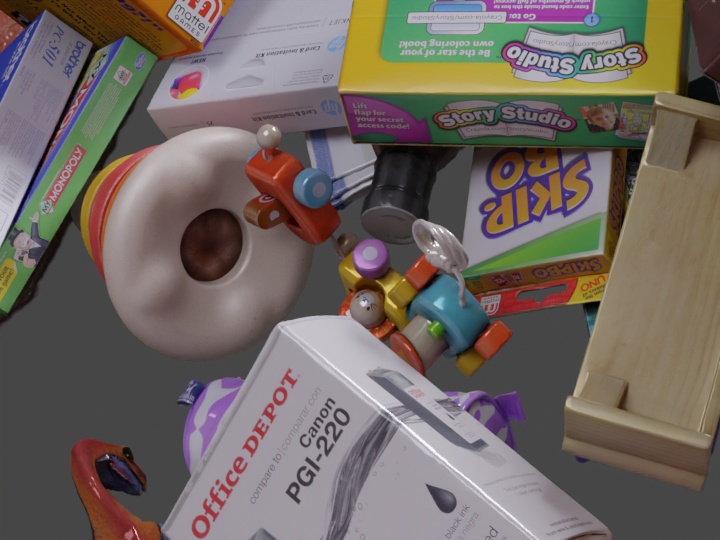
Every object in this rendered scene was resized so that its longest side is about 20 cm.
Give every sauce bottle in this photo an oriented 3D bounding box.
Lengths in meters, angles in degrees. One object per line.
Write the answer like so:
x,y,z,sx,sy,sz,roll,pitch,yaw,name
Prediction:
0.040,-0.110,1.493,0.064,0.065,0.201,-7,52,27,sauce bottle

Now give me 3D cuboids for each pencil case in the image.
-0.008,0.104,1.406,0.199,0.084,0.086,4,39,31,pencil case

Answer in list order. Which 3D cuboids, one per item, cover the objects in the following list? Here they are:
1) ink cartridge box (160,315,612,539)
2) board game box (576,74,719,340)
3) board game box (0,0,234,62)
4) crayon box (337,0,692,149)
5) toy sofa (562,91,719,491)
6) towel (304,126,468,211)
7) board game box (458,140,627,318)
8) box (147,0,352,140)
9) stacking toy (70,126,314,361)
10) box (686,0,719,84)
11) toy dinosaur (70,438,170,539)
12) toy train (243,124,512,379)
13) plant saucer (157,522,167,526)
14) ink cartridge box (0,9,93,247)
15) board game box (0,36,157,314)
0.010,0.139,1.297,0.200,0.085,0.146,39,109,26,ink cartridge box
0.187,-0.017,1.399,0.134,0.028,0.201,-23,50,20,board game box
-0.171,-0.276,1.632,0.201,0.200,0.199,-59,24,-16,board game box
0.098,-0.158,1.442,0.198,0.058,0.174,1,59,13,crayon box
0.174,0.014,1.321,0.082,0.098,0.201,15,70,10,toy sofa
0.051,-0.128,1.562,0.199,0.024,0.148,-24,48,13,towel
0.112,-0.065,1.444,0.095,0.030,0.202,-10,56,28,board game box
-0.039,-0.176,1.611,0.155,0.041,0.201,-5,47,32,box
-0.132,-0.034,1.560,0.146,0.146,0.200,-52,32,-9,stacking toy
0.234,-0.167,1.344,0.075,0.100,0.201,-47,27,33,box
-0.108,0.166,1.346,0.200,0.104,0.183,-34,70,46,toy dinosaur
0.000,0.000,1.410,0.056,0.151,0.200,-45,38,-13,toy train
-0.128,0.234,1.423,0.199,0.027,0.202,-16,53,22,plant saucer
-0.248,-0.072,1.613,0.094,0.044,0.201,-34,28,46,ink cartridge box
-0.217,-0.059,1.630,0.201,0.029,0.134,-61,18,-17,board game box
